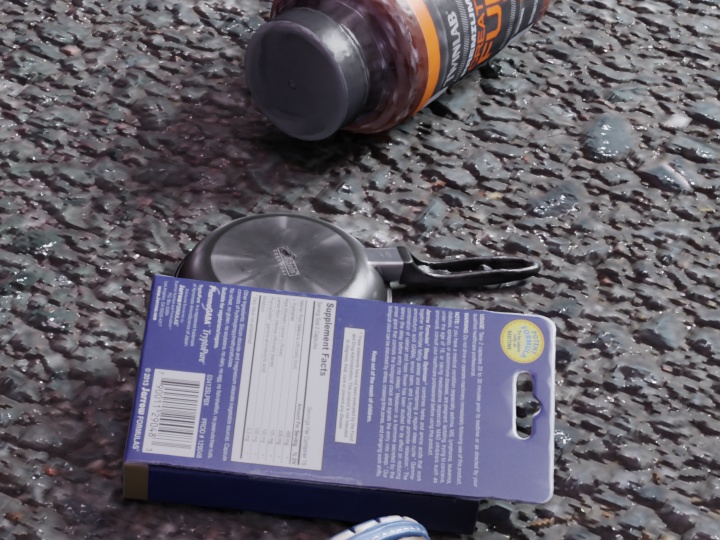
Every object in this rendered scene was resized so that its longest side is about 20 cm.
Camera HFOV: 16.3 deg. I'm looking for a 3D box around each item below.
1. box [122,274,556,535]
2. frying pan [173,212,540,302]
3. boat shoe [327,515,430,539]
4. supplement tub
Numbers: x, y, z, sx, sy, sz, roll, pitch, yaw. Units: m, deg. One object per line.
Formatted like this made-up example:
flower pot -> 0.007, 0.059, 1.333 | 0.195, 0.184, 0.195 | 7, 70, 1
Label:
box -> -0.008, 0.064, 1.195 | 0.198, 0.033, 0.122 | 6, 46, 0
frying pan -> -0.003, 0.010, 1.288 | 0.188, 0.031, 0.115 | 6, 38, 4
boat shoe -> -0.026, 0.179, 1.030 | 0.072, 0.073, 0.200 | 36, 55, 26
supplement tub -> 0.020, -0.145, 1.430 | 0.106, 0.108, 0.200 | 26, 42, 24
